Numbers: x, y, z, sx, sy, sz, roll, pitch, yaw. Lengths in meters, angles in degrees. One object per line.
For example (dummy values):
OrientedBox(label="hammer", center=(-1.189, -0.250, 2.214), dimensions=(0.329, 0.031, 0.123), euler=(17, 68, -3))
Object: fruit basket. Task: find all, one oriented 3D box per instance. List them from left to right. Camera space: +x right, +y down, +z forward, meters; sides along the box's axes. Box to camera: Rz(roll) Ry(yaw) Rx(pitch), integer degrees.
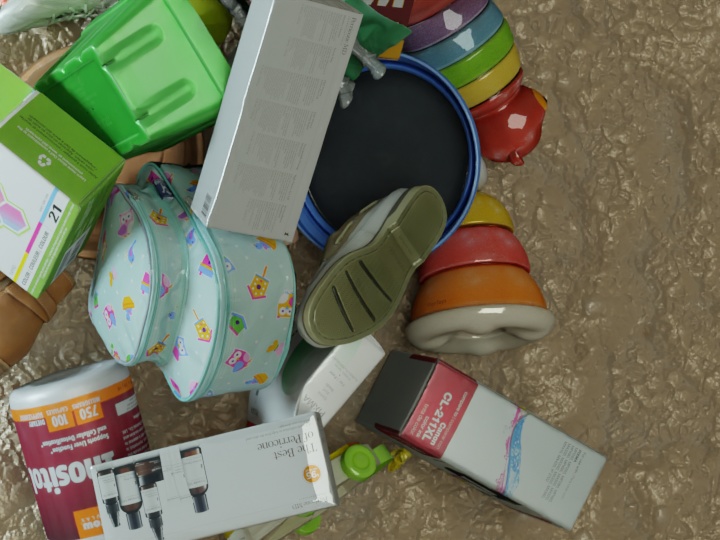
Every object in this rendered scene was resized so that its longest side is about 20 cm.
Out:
OrientedBox(label="fruit basket", center=(-0.167, -0.195, 1.527), dimensions=(0.215, 0.215, 0.156), euler=(-34, 100, -14))

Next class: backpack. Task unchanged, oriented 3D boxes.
OrientedBox(label="backpack", center=(-0.146, 0.015, 1.533), dimensions=(0.152, 0.200, 0.177), euler=(-6, 126, -38))

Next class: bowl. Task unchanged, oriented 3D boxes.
OrientedBox(label="bowl", center=(0.019, -0.105, 1.649), dimensions=(0.198, 0.039, 0.203), euler=(1, 95, 16))

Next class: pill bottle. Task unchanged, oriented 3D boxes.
OrientedBox(label="pill bottle", center=(-0.240, 0.191, 1.582), dimensions=(0.112, 0.113, 0.202), euler=(-17, 96, -16))

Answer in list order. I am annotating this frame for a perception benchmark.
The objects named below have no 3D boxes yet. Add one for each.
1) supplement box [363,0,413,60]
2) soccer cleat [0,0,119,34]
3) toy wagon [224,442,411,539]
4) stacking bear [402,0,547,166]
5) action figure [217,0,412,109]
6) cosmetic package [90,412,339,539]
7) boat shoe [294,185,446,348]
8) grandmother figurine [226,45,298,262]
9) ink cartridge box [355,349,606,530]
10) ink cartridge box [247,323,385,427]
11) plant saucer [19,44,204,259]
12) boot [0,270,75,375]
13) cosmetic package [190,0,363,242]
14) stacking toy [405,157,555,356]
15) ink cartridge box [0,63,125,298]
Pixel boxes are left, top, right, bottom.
OrientedBox(label="supplement box", center=(-0.026, -0.326, 1.555), dimensions=(0.131, 0.201, 0.199), euler=(3, 126, -17))
OrientedBox(label="soccer cleat", center=(-0.242, -0.257, 1.600), dimensions=(0.199, 0.069, 0.078), euler=(-32, 103, -17))
OrientedBox(label="toy wagon", center=(-0.038, 0.208, 1.624), dimensions=(0.199, 0.155, 0.040), euler=(-29, 77, -35))
OrientedBox(label="stacking bear", center=(0.112, -0.196, 1.690), dimensions=(0.113, 0.122, 0.201), euler=(-31, 108, 6))
OrientedBox(label="action figure", center=(-0.065, -0.219, 1.468), dimensions=(0.118, 0.055, 0.199), euler=(-40, 120, 22))
OrientedBox(label="cosmetic package", center=(-0.123, 0.184, 1.492), dimensions=(0.198, 0.051, 0.084), euler=(-14, 85, 2))
OrientedBox(label="boat shoe", center=(0.000, 0.000, 1.556), dimensions=(0.200, 0.068, 0.075), euler=(-45, 117, -37))
OrientedBox(label="grandmother figurine", center=(-0.094, -0.110, 1.617), dimensions=(0.060, 0.121, 0.202), euler=(-9, 107, -15))
OrientedBox(label="ink cartridge box", center=(0.115, 0.162, 1.673), dimensions=(0.199, 0.146, 0.083), euler=(30, 82, -15))
OrientedBox(label="ink cartridge box", center=(-0.077, 0.128, 1.606), dimensions=(0.050, 0.161, 0.200), euler=(45, 79, -15))
OrientedBox(label="plant saucer", center=(-0.241, -0.111, 1.620), dimensions=(0.198, 0.032, 0.203), euler=(0, 92, -18))
OrientedBox(label="boot", center=(-0.368, 0.001, 1.568), dimensions=(0.155, 0.074, 0.200), euler=(-47, 107, -16))
OrientedBox(label="cosmetic package", center=(-0.070, -0.130, 1.435), dimensions=(0.082, 0.051, 0.202), euler=(11, 107, -27))
OrientedBox(label="stacking toy", center=(0.110, -0.026, 1.693), dimensions=(0.144, 0.146, 0.203), euler=(1, 75, -17))
OrientedBox(label="ink cartridge box", center=(-0.319, -0.094, 1.511), dimensions=(0.199, 0.148, 0.076), euler=(37, 49, 1))
